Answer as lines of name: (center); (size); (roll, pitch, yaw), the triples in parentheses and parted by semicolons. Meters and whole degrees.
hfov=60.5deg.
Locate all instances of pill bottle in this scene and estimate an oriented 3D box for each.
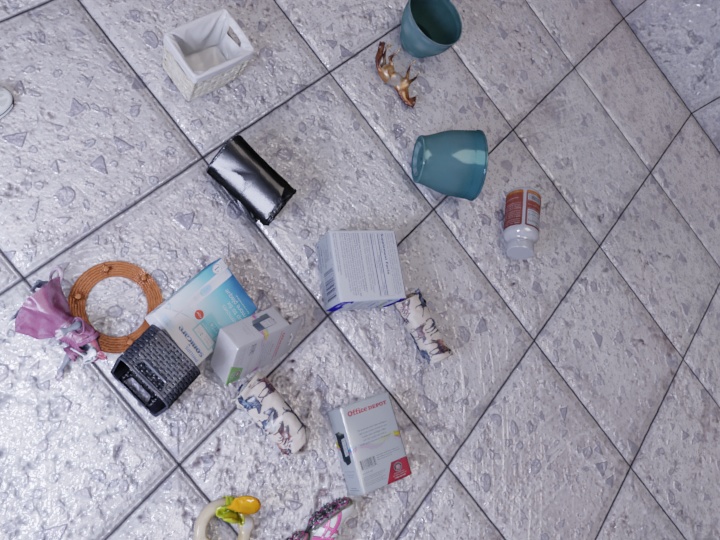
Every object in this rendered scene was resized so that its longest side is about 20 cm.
pill bottle: (0.500, -0.145, 1.915); (0.110, 0.112, 0.206); (20, 65, -21)

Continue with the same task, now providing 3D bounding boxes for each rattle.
rattle: (-0.284, 0.557, 1.238); (0.200, 0.141, 0.133); (-42, 113, -38)

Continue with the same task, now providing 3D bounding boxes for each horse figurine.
horse figurine: (0.110, -0.603, 1.884); (0.198, 0.050, 0.135); (33, 77, -24)

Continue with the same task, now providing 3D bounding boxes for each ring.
ring: (-0.525, 0.076, 1.333); (0.195, 0.019, 0.207); (10, 69, -27)

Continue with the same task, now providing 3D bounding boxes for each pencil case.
pencil case: (-0.197, 0.330, 1.385); (0.089, 0.078, 0.201); (-40, 95, -3)
pencil case: (0.173, 0.154, 1.655); (0.088, 0.078, 0.204); (-27, 87, -18)

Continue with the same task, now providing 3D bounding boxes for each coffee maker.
coffee maker: (-0.257, -0.220, 1.479); (0.199, 0.192, 0.136); (41, 75, -8)

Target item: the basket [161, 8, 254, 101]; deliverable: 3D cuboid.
basket: (-0.388, -0.537, 1.552); (0.199, 0.123, 0.137); (-39, 93, -33)

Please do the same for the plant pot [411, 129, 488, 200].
plant pot: (0.249, -0.313, 1.798); (0.182, 0.201, 0.206); (3, 71, -11)

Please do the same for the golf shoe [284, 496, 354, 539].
golf shoe: (-0.086, 0.592, 1.375); (0.198, 0.072, 0.093); (-36, 98, -23)

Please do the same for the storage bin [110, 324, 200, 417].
storage bin: (-0.414, 0.205, 1.242); (0.135, 0.199, 0.094); (46, 58, -6)

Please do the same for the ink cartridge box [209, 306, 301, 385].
ink cartridge box: (-0.233, 0.160, 1.386); (0.067, 0.119, 0.198); (40, 36, 22)

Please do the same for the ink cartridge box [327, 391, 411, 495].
ink cartridge box: (0.021, 0.411, 1.482); (0.142, 0.082, 0.206); (-10, 79, -30)

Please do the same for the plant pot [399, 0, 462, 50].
plant pot: (0.203, -0.759, 1.944); (0.195, 0.134, 0.207); (10, 69, -26)

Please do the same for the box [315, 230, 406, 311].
box: (0.000, 0.000, 1.596); (0.195, 0.105, 0.190); (-2, 74, -28)

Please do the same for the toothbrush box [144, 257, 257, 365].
toothbrush box: (-0.352, 0.095, 1.374); (0.200, 0.085, 0.148); (-43, 104, -31)

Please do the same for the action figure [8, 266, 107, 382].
action figure: (-0.592, 0.119, 1.250); (0.198, 0.134, 0.150); (36, 33, -12)

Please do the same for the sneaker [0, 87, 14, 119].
sneaker: (-0.811, -0.347, 1.260); (0.198, 0.115, 0.077); (-30, 88, -33)
